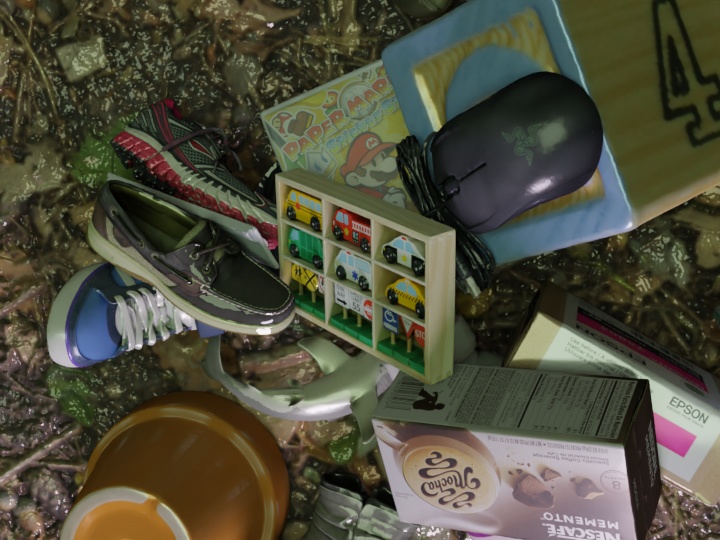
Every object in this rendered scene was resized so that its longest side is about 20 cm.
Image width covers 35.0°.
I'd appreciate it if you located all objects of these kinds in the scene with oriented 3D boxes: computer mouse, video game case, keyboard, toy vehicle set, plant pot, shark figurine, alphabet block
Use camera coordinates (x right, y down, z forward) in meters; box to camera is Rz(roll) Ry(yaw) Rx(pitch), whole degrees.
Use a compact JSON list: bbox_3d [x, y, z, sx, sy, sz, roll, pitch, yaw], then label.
[{"bbox_3d":[0.092,-0.067,0.821,0.200,0.053,0.139,-37,78,52],"label":"computer mouse"},{"bbox_3d":[0.033,-0.098,1.018,0.199,0.023,0.183,-23,79,4],"label":"video game case"},{"bbox_3d":[-0.156,-0.047,1.041,0.200,0.056,0.011,21,68,36],"label":"keyboard"},{"bbox_3d":[0.000,0.000,0.932,0.200,0.026,0.125,25,125,46],"label":"toy vehicle set"},{"bbox_3d":[-0.183,0.230,1.055,0.199,0.183,0.201,1,97,11],"label":"plant pot"},{"bbox_3d":[-0.051,0.117,1.075,0.214,0.090,0.129,-5,63,3],"label":"shark figurine"},{"bbox_3d":[0.172,-0.133,0.898,0.195,0.200,0.197,-14,98,52],"label":"alphabet block"}]

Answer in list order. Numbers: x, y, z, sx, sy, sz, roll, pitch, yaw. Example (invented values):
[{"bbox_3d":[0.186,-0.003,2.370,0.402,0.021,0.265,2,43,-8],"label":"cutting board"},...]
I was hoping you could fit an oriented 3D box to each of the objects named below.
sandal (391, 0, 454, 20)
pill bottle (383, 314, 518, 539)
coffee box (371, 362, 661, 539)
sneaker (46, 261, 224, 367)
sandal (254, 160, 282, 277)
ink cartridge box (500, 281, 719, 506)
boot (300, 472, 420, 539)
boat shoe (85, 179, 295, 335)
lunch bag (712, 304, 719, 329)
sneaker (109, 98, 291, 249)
[{"bbox_3d":[0.026,-0.309,1.010,0.082,0.055,0.200,-40,81,26],"label":"sandal"},{"bbox_3d":[0.105,0.144,1.020,0.112,0.112,0.200,-30,96,13],"label":"pill bottle"},{"bbox_3d":[0.123,0.142,0.884,0.199,0.080,0.113,3,125,27],"label":"coffee box"},{"bbox_3d":[-0.166,0.030,1.014,0.146,0.200,0.081,4,111,22],"label":"sneaker"},{"bbox_3d":[-0.054,-0.084,1.059,0.075,0.048,0.201,30,101,5],"label":"sandal"},{"bbox_3d":[0.223,0.097,0.972,0.200,0.165,0.075,30,102,5],"label":"ink cartridge box"},{"bbox_3d":[0.029,0.284,1.081,0.200,0.068,0.131,27,103,8],"label":"boot"},{"bbox_3d":[-0.145,-0.013,0.976,0.200,0.072,0.066,27,135,10],"label":"boat shoe"},{"bbox_3d":[0.377,0.037,0.917,0.160,0.200,0.077,-30,93,11],"label":"lunch bag"},{"bbox_3d":[-0.137,-0.091,1.041,0.200,0.081,0.075,34,73,19],"label":"sneaker"}]
